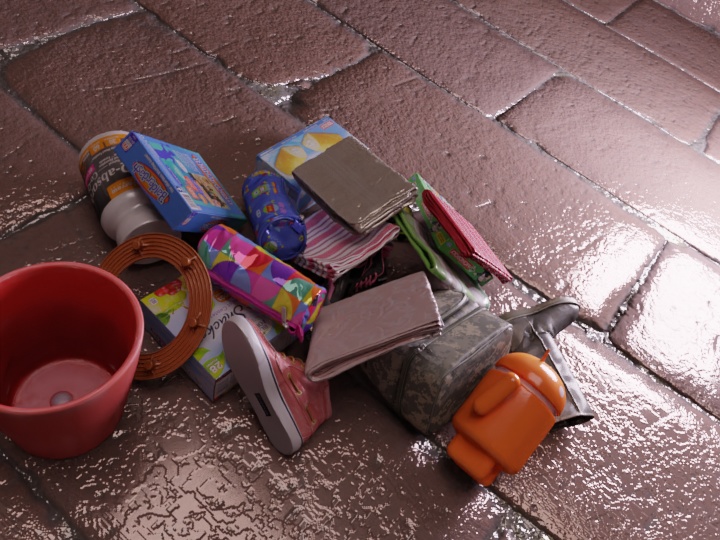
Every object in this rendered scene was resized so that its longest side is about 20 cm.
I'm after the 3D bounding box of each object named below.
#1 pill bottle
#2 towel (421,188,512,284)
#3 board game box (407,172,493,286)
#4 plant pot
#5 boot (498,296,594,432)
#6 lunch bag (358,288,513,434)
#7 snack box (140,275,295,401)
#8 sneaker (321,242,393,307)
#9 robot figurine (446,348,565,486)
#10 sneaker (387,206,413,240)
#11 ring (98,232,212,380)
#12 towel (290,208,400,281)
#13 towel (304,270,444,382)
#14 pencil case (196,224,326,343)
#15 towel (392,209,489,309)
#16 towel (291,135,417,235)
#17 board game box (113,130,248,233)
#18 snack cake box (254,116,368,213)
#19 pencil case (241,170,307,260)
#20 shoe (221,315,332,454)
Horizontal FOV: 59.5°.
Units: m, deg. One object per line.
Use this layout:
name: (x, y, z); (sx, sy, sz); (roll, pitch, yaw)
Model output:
pill bottle: (-0.361, -0.115, 0.993); (0.115, 0.117, 0.201); (-16, 57, -29)
towel: (0.179, -0.053, 1.049); (0.199, 0.022, 0.145); (25, 29, -56)
board game box: (0.156, -0.076, 1.116); (0.134, 0.029, 0.201); (36, 24, -35)
plant pot: (-0.360, 0.121, 0.751); (0.197, 0.178, 0.202); (9, 49, -11)
boot: (0.324, 0.149, 1.025); (0.179, 0.073, 0.201); (-16, 50, -12)
lunch bag: (0.104, 0.120, 0.941); (0.199, 0.141, 0.167); (-28, 46, -35)
snack box: (-0.191, 0.065, 0.928); (0.168, 0.068, 0.199); (41, 52, 18)
sneaker: (0.000, 0.000, 1.051); (0.095, 0.079, 0.201); (33, 49, -5)
robot figurine: (0.207, 0.199, 0.880); (0.144, 0.116, 0.200); (44, 79, -15)
sneaker: (0.012, -0.132, 1.149); (0.199, 0.075, 0.077); (36, 34, -19)
ring: (-0.294, 0.047, 0.857); (0.197, 0.019, 0.204); (-3, 79, 14)
towel: (-0.048, -0.056, 1.028); (0.146, 0.030, 0.199); (-35, 36, -26)
towel: (0.017, 0.073, 0.880); (0.189, 0.033, 0.200); (-21, 17, 7)
pencil case: (-0.141, 0.016, 0.888); (0.199, 0.089, 0.089); (31, 48, 11)
towel: (0.138, -0.018, 1.041); (0.199, 0.031, 0.150); (33, 19, -49)
towel: (-0.010, -0.141, 1.035); (0.132, 0.035, 0.200); (-33, 53, -16)
board game box: (-0.271, -0.128, 0.980); (0.153, 0.045, 0.200); (52, 11, 8)
snack cake box: (-0.091, -0.200, 1.186); (0.115, 0.068, 0.200); (38, 50, 16)
pencil case: (-0.142, -0.094, 1.029); (0.086, 0.078, 0.201); (-34, 36, 3)
shoe: (-0.108, 0.137, 0.846); (0.091, 0.071, 0.202); (-34, 106, -42)
